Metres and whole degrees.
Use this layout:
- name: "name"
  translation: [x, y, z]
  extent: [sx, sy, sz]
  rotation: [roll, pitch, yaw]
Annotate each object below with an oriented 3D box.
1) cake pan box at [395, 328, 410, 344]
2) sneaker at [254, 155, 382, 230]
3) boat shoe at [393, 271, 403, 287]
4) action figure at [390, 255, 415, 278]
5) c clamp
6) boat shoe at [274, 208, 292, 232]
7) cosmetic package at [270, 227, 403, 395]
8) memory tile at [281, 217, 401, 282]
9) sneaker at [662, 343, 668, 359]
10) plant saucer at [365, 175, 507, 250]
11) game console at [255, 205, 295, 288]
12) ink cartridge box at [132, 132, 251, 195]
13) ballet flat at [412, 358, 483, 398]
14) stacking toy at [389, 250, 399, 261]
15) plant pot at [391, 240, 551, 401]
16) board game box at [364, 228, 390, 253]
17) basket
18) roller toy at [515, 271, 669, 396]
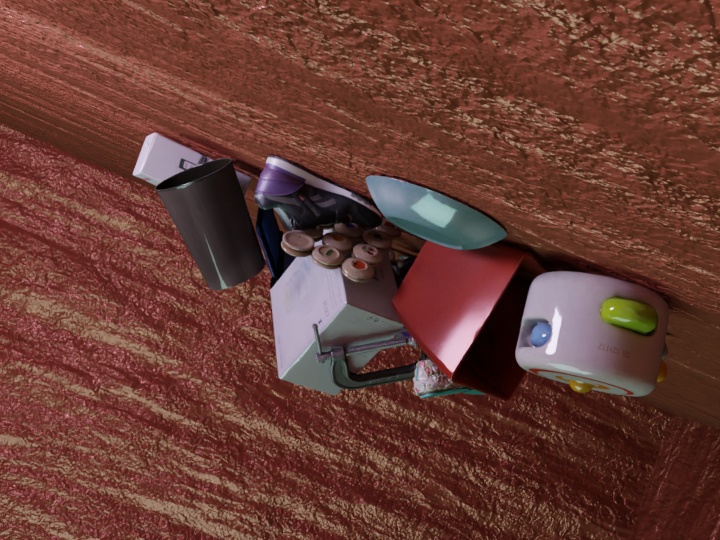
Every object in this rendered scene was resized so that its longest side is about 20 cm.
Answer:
- name: "cake pan box"
  translation: [0.160, 0.084, 1.337]
  extent: [0.197, 0.053, 0.184]
  rotation: [12, -160, 4]
- name: "sneaker"
  translation: [-0.066, -0.093, 1.161]
  extent: [0.198, 0.088, 0.076]
  rotation: [24, 176, -14]
- name: "boat shoe"
  translation: [0.000, 0.000, 1.396]
  extent: [0.199, 0.073, 0.063]
  rotation: [25, 171, 48]
- name: "action figure"
  translation: [0.081, 0.011, 1.513]
  extent: [0.129, 0.070, 0.199]
  rotation: [1, -171, 39]
- name: "c clamp"
  translation: [0.025, 0.134, 1.192]
  extent: [0.197, 0.027, 0.172]
  rotation: [-6, 136, -8]
- name: "boat shoe"
  translation: [-0.107, -0.099, 1.375]
  extent: [0.066, 0.074, 0.200]
  rotation: [33, 180, 22]
- name: "cosmetic package"
  translation: [-0.046, 0.059, 1.263]
  extent: [0.122, 0.200, 0.201]
  rotation: [20, -143, -29]
- name: "memory tile"
  translation: [-0.026, -0.055, 1.195]
  extent: [0.152, 0.017, 0.200]
  rotation: [23, -147, 8]
- name: "sneaker"
  translation: [0.410, 0.102, 1.240]
  extent: [0.198, 0.076, 0.092]
  rotation: [21, 172, 2]
- name: "plant saucer"
  translation: [0.091, -0.066, 0.997]
  extent: [0.199, 0.039, 0.201]
  rotation: [23, 176, 2]
- name: "game console"
  translation: [-0.123, -0.054, 1.447]
  extent: [0.169, 0.119, 0.201]
  rotation: [14, -153, -11]
- name: "ink cartridge box"
  translation: [-0.329, -0.183, 1.479]
  extent: [0.198, 0.085, 0.146]
  rotation: [23, 176, -22]
- name: "ballet flat"
  translation: [0.165, 0.167, 1.228]
  extent: [0.198, 0.065, 0.075]
  rotation: [6, 157, -40]
- name: "stacking toy"
  translation: [0.107, 0.021, 1.677]
  extent: [0.199, 0.147, 0.146]
  rotation: [38, 179, 12]
- name: "plant pot"
  translation: [0.167, 0.050, 1.140]
  extent: [0.176, 0.201, 0.199]
  rotation: [33, -176, 38]
- name: "board game box"
  translation: [-0.025, -0.049, 1.375]
  extent: [0.198, 0.039, 0.158]
  rotation: [-2, 174, 22]
- name: "basket"
  translation: [-0.255, -0.079, 1.351]
  extent: [0.179, 0.135, 0.202]
  rotation: [5, 122, 54]
- name: "roller toy"
  translation: [0.302, 0.091, 1.005]
  extent: [0.181, 0.141, 0.200]
  rotation: [9, 169, 32]
